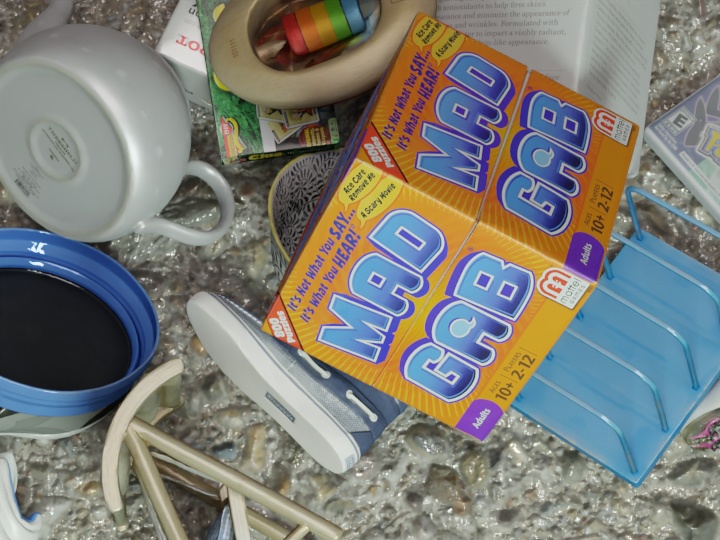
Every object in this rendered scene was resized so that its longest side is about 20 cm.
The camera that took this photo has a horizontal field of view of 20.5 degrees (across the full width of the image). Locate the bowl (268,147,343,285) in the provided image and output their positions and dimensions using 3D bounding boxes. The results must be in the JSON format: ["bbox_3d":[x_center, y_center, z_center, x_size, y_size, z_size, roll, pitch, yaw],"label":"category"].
[{"bbox_3d":[0.000,0.000,1.697,0.200,0.094,0.201,15,44,-15],"label":"bowl"}]

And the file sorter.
[{"bbox_3d":[0.230,0.050,1.685,0.139,0.123,0.200,32,76,26],"label":"file sorter"}]

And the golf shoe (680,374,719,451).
[{"bbox_3d":[0.352,0.082,1.744,0.200,0.073,0.092,-34,56,-11],"label":"golf shoe"}]

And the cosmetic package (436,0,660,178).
[{"bbox_3d":[0.149,-0.198,1.704,0.164,0.165,0.201,3,75,28],"label":"cosmetic package"}]

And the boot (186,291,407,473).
[{"bbox_3d":[-0.055,0.076,1.714,0.200,0.073,0.090,46,64,4],"label":"boot"}]

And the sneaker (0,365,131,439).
[{"bbox_3d":[-0.283,0.106,1.667,0.200,0.079,0.074,-10,79,-24],"label":"sneaker"}]

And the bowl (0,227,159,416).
[{"bbox_3d":[-0.269,0.044,1.656,0.200,0.039,0.201,15,37,-12],"label":"bowl"}]

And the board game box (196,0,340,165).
[{"bbox_3d":[-0.084,-0.195,1.701,0.104,0.023,0.201,-9,80,-5],"label":"board game box"}]

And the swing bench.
[{"bbox_3d":[-0.132,0.192,1.608,0.130,0.199,0.200,-43,84,-11],"label":"swing bench"}]

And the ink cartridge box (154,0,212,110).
[{"bbox_3d":[-0.078,-0.235,1.763,0.146,0.083,0.200,24,77,0],"label":"ink cartridge box"}]

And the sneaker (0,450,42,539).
[{"bbox_3d":[-0.361,0.187,1.659,0.200,0.081,0.146,43,70,9],"label":"sneaker"}]

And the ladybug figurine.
[{"bbox_3d":[-0.025,-0.195,1.644,0.199,0.072,0.136,-17,67,6],"label":"ladybug figurine"}]

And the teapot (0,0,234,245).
[{"bbox_3d":[-0.213,-0.127,1.700,0.197,0.201,0.146,14,32,30],"label":"teapot"}]

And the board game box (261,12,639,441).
[{"bbox_3d":[0.071,-0.034,1.552,0.199,0.200,0.200,27,42,-5],"label":"board game box"}]

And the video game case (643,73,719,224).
[{"bbox_3d":[0.385,-0.103,1.781,0.182,0.023,0.200,-35,69,-11],"label":"video game case"}]
